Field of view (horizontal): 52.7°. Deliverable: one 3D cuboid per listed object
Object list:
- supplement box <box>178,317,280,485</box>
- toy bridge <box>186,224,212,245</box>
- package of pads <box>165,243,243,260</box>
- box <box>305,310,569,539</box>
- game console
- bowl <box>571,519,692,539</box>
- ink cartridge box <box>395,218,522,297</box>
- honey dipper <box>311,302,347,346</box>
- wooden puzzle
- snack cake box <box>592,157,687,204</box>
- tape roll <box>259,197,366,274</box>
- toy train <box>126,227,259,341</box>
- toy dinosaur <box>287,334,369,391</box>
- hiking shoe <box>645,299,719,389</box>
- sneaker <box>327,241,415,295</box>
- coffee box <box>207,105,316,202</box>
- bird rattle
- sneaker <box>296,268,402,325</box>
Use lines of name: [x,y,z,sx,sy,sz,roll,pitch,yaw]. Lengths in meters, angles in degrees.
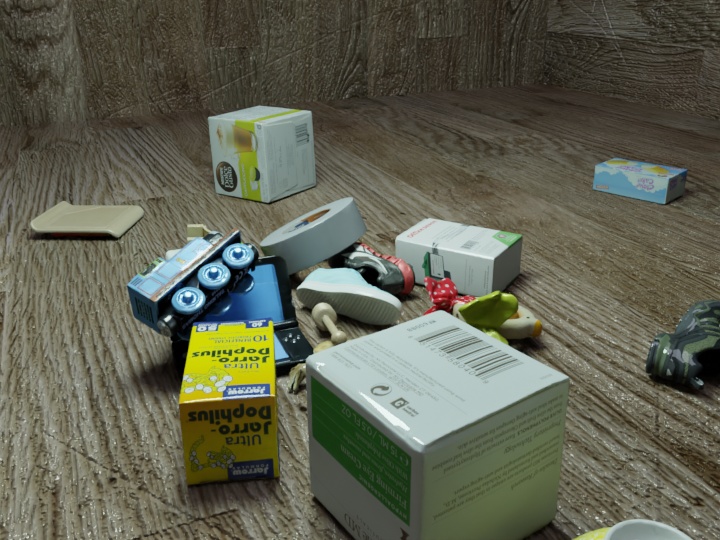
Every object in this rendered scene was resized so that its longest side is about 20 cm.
supplement box: [-0.156,0.151,0.889,0.107,0.111,0.200,-3,23,-7]
toy bridge: [-0.277,-0.044,1.300,0.066,0.028,0.200,-1,21,-13]
package of pads: [-0.257,0.014,1.285,0.152,0.069,0.200,-9,23,-22]
box: [0.073,0.173,0.747,0.198,0.174,0.198,-16,26,-32]
game console: [-0.181,0.072,1.076,0.197,0.118,0.176,-9,23,-19]
bowl: [0.231,0.272,0.587,0.196,0.110,0.201,0,23,0]
ink cartridge box: [0.181,-0.026,1.345,0.197,0.086,0.146,13,25,30]
honey dipper: [-0.045,0.081,1.085,0.037,0.039,0.200,-4,6,-9]
wooden puzzle: [-0.616,-0.112,1.654,0.196,0.038,0.186,5,22,2]
snack cake box: [0.714,-0.232,1.862,0.114,0.068,0.198,-20,29,-41]
tape roll: [-0.089,-0.065,1.371,0.198,0.067,0.201,-25,14,6]
toy train: [-0.235,0.013,1.047,0.113,0.088,0.200,28,50,18]
toy dinosaur: [-0.015,0.117,1.039,0.100,0.059,0.198,17,28,39]
hiking shoe: [0.494,0.112,1.037,0.198,0.077,0.100,-28,42,-32]
sneaker: [0.000,0.000,1.306,0.199,0.072,0.097,21,28,40]
coffee box: [-0.255,-0.308,1.895,0.195,0.203,0.199,13,26,32]
bird rattle: [0.189,0.076,1.133,0.160,0.115,0.200,4,6,-20]
sneaker: [-0.011,0.029,1.205,0.197,0.075,0.082,12,51,28]
